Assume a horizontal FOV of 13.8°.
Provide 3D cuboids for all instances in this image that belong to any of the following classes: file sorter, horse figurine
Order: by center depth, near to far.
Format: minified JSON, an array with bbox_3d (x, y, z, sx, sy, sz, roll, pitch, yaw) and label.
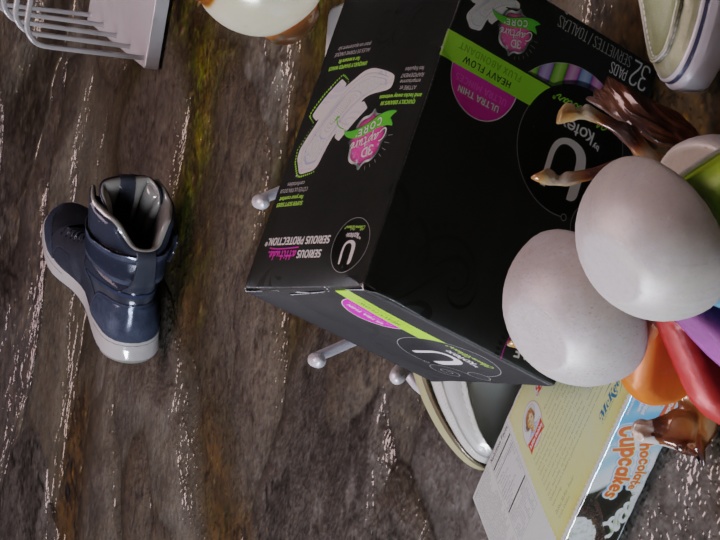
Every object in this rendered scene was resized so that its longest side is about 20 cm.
[{"bbox_3d":[0.149,-0.009,1.584,0.050,0.132,0.200,142,143,-67],"label":"horse figurine"},{"bbox_3d":[-0.251,-0.273,2.621,0.200,0.124,0.139,-139,58,-65],"label":"file sorter"}]

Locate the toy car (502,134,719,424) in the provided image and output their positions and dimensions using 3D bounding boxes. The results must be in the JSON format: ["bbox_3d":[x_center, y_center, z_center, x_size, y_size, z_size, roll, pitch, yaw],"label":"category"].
[{"bbox_3d":[0.182,0.003,1.458,0.150,0.175,0.200,54,147,7],"label":"toy car"}]

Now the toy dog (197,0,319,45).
[{"bbox_3d":[-0.025,-0.232,1.946,0.200,0.139,0.194,-36,55,31],"label":"toy dog"}]

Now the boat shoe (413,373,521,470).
[{"bbox_3d":[0.074,0.020,1.795,0.068,0.075,0.200,-14,86,46],"label":"boat shoe"}]

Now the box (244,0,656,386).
[{"bbox_3d":[0.052,-0.052,1.681,0.124,0.148,0.200,0,66,56],"label":"box"}]

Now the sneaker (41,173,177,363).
[{"bbox_3d":[-0.213,-0.038,2.515,0.202,0.077,0.146,-127,35,-47],"label":"sneaker"}]

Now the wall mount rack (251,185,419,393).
[{"bbox_3d":[0.000,0.000,1.900,0.174,0.074,0.200,0,111,67],"label":"wall mount rack"}]

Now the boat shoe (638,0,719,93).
[{"bbox_3d":[0.168,-0.197,1.630,0.072,0.062,0.200,160,114,-66],"label":"boat shoe"}]

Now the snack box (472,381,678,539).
[{"bbox_3d":[0.125,0.098,1.703,0.116,0.037,0.200,-110,33,-48],"label":"snack box"}]

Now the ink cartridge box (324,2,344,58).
[{"bbox_3d":[0.039,-0.126,1.931,0.200,0.067,0.117,175,100,-68],"label":"ink cartridge box"}]
